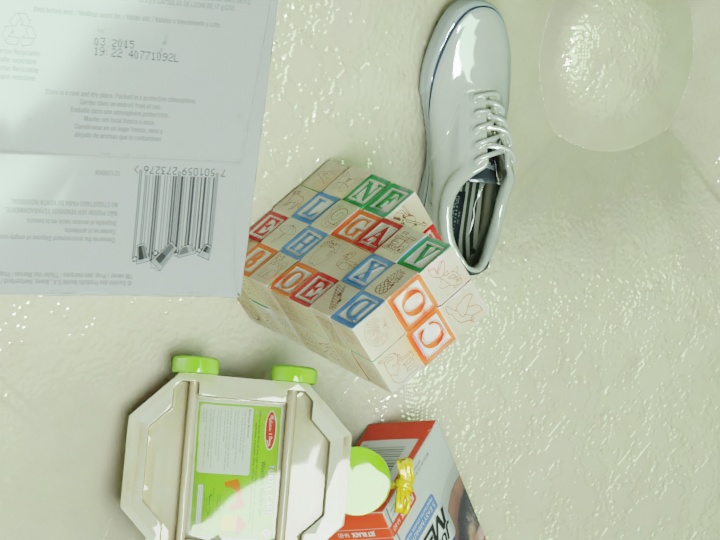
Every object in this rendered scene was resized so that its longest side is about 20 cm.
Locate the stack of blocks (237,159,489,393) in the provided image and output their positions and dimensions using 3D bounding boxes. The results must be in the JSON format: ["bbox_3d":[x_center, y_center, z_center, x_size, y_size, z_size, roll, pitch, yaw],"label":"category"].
[{"bbox_3d":[0.000,0.000,1.411,0.115,0.200,0.059,-40,119,-15],"label":"stack of blocks"}]

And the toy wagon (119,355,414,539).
[{"bbox_3d":[-0.063,0.142,1.451,0.199,0.040,0.156,5,84,-6],"label":"toy wagon"}]

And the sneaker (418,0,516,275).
[{"bbox_3d":[0.085,-0.093,1.517,0.073,0.071,0.201,-4,105,-31],"label":"sneaker"}]

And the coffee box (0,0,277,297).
[{"bbox_3d":[-0.188,-0.100,1.270,0.199,0.198,0.201,2,100,-31],"label":"coffee box"}]

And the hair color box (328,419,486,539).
[{"bbox_3d":[0.046,0.223,1.554,0.111,0.064,0.201,-56,132,-48],"label":"hair color box"}]
